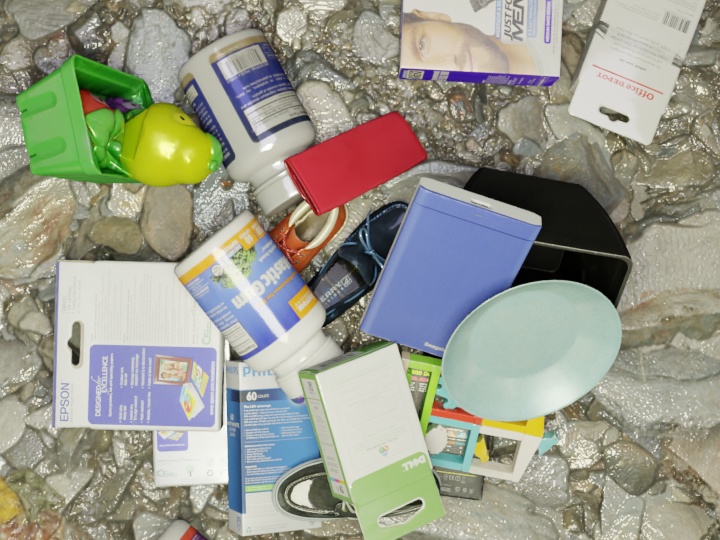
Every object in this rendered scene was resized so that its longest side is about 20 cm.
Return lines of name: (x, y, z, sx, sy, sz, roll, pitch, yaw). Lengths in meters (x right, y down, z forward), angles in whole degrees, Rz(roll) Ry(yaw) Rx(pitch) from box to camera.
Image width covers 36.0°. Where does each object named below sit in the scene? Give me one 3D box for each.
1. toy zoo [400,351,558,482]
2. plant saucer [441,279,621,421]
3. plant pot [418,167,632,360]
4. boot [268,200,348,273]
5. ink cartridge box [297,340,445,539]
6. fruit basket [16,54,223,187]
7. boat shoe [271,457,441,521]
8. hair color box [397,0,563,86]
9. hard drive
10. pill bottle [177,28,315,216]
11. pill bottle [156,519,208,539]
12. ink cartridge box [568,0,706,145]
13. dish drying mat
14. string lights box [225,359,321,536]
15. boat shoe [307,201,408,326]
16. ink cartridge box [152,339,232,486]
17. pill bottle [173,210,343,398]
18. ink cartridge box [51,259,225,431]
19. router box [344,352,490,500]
toy zoo: (0.131, 0.173, 1.275, 0.198, 0.021, 0.133, 11, 113, -1)
plant saucer: (0.179, 0.078, 1.186, 0.199, 0.039, 0.203, -7, 129, -9)
plant pot: (0.185, -0.006, 1.274, 0.198, 0.178, 0.201, 10, 129, 1)
boot: (-0.096, -0.020, 1.328, 0.075, 0.107, 0.200, 43, 89, -1)
ink cartridge box: (0.012, 0.190, 1.214, 0.103, 0.059, 0.202, -19, 95, -25)
fruit basket: (-0.263, -0.163, 1.281, 0.213, 0.216, 0.157, -12, 88, -1)
boat shoe: (-0.004, 0.249, 1.270, 0.198, 0.071, 0.073, -7, 86, -3)
hair color box: (0.147, -0.291, 1.364, 0.197, 0.065, 0.111, 2, 88, 1)
hard drive: (0.091, 0.005, 1.167, 0.131, 0.025, 0.201, 17, 128, -6)
pill bottle: (-0.123, -0.174, 1.326, 0.119, 0.120, 0.201, -28, 88, -2)
pill bottle: (-0.176, 0.397, 1.305, 0.200, 0.112, 0.113, 40, 88, 0)
ink cartridge box: (0.333, -0.261, 1.362, 0.115, 0.068, 0.202, 22, 87, 0)
dish drying mat: (-0.003, -0.130, 1.318, 0.199, 0.018, 0.077, -30, 88, -40)
string lights box: (-0.104, 0.207, 1.324, 0.102, 0.059, 0.203, 0, 87, -24)
boat shoe: (0.000, 0.000, 1.345, 0.084, 0.069, 0.201, 38, 87, 1)
ink cartridge box: (-0.204, 0.160, 1.351, 0.098, 0.039, 0.203, -1, 89, -1)
pill bottle: (-0.109, 0.042, 1.254, 0.112, 0.112, 0.201, -39, 97, -2)
ink cartridge box: (-0.260, 0.088, 1.313, 0.197, 0.047, 0.200, 2, 90, 0)
router box: (0.059, 0.187, 1.341, 0.198, 0.062, 0.152, 8, 90, -1)
